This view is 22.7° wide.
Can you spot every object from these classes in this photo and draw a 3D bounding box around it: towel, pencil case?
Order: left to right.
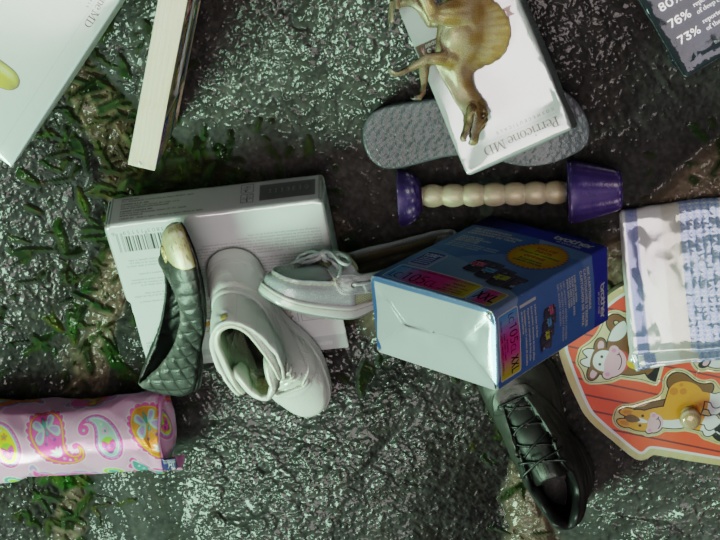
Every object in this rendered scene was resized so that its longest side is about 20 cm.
[{"bbox_3d":[-0.267,0.158,1.681,0.198,0.088,0.088,-4,112,4],"label":"pencil case"},{"bbox_3d":[0.332,0.006,1.602,0.198,0.024,0.149,-7,94,4],"label":"towel"}]

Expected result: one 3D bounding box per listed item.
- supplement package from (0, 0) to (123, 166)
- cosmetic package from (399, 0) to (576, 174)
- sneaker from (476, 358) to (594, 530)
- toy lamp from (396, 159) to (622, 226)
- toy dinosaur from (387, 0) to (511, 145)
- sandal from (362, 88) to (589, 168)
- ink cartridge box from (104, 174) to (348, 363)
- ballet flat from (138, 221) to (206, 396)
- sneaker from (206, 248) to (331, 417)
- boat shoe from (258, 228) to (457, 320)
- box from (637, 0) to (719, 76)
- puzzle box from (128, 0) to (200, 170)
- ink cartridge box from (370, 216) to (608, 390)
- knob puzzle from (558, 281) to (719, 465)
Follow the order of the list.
[{"bbox_3d":[-0.269,-0.216,1.494,0.110,0.156,0.201,33,109,-10],"label":"supplement package"},{"bbox_3d":[0.099,-0.192,1.502,0.101,0.074,0.202,-23,92,13],"label":"cosmetic package"},{"bbox_3d":[0.163,0.149,1.648,0.075,0.091,0.201,-27,107,15],"label":"sneaker"},{"bbox_3d":[0.131,-0.067,1.581,0.198,0.058,0.059,-4,112,4],"label":"toy lamp"},{"bbox_3d":[0.074,-0.206,1.450,0.100,0.058,0.202,3,106,-5],"label":"toy dinosaur"},{"bbox_3d":[0.102,-0.131,1.571,0.198,0.043,0.077,-1,102,10],"label":"sandal"},{"bbox_3d":[-0.116,0.003,1.634,0.198,0.044,0.175,-6,131,5],"label":"ink cartridge box"},{"bbox_3d":[-0.168,0.041,1.591,0.056,0.067,0.201,-6,133,-14],"label":"ballet flat"},{"bbox_3d":[-0.084,0.089,1.604,0.073,0.116,0.201,-21,128,15],"label":"sneaker"},{"bbox_3d":[0.002,0.000,1.574,0.200,0.074,0.065,-3,109,-31],"label":"boat shoe"},{"bbox_3d":[0.274,-0.287,1.460,0.147,0.104,0.201,-29,107,14],"label":"box"},{"bbox_3d":[-0.156,-0.199,1.506,0.025,0.133,0.202,13,112,-2],"label":"puzzle box"},{"bbox_3d":[0.123,0.019,1.546,0.136,0.199,0.077,16,118,38],"label":"ink cartridge box"},{"bbox_3d":[0.279,0.090,1.649,0.217,0.031,0.222,1,112,3],"label":"knob puzzle"}]
